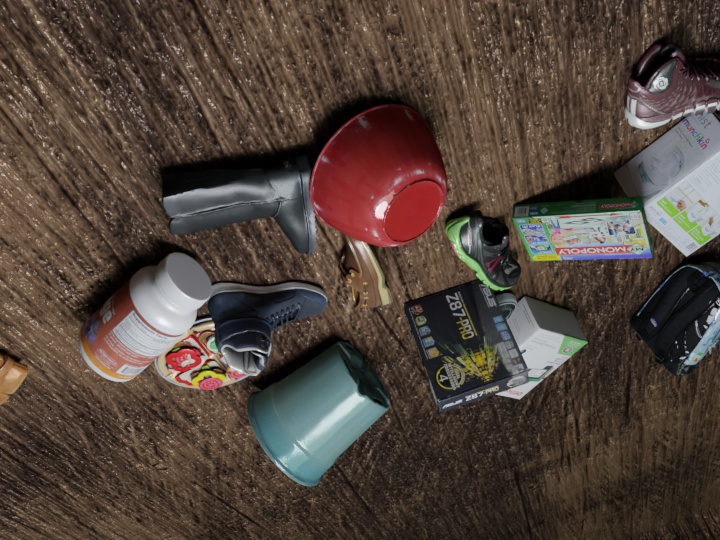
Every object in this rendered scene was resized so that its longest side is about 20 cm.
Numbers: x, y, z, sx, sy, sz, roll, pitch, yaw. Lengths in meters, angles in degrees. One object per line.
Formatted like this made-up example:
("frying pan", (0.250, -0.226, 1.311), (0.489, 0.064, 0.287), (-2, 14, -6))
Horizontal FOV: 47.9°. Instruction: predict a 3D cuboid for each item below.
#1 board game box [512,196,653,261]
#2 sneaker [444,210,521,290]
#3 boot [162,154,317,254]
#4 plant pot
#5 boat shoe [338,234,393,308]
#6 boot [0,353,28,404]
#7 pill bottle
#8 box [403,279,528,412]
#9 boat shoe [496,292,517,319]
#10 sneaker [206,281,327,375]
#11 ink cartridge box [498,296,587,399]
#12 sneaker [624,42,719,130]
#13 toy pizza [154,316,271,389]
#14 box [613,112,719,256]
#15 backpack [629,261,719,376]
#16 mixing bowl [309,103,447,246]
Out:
("board game box", (0.357, -0.063, 1.299), (0.198, 0.029, 0.135), (-2, 148, 28))
("sneaker", (0.216, -0.031, 1.316), (0.083, 0.077, 0.199), (-32, 141, 22))
("boot", (-0.164, -0.074, 1.117), (0.197, 0.066, 0.166), (-13, 133, -12))
("plant pot", (-0.065, 0.244, 1.448), (0.195, 0.201, 0.200), (-38, 138, 12))
("boat shoe", (0.000, 0.000, 1.268), (0.067, 0.073, 0.201), (-21, 144, 0))
("boot", (-0.621, 0.179, 1.230), (0.199, 0.074, 0.154), (-32, 144, 20))
("pill bottle", (-0.312, 0.065, 1.188), (0.199, 0.113, 0.112), (-39, 137, 23))
("box", (0.177, 0.124, 1.383), (0.159, 0.202, 0.049), (-16, 144, -2))
("boat shoe", (0.220, 0.123, 1.505), (0.073, 0.069, 0.199), (24, 124, -41))
("sneaker", (-0.134, 0.092, 1.265), (0.200, 0.147, 0.077), (-1, 137, -23))
("ink cartridge box", (0.311, 0.154, 1.566), (0.145, 0.085, 0.200), (15, 130, -34))
("sneaker", (0.465, -0.277, 1.130), (0.198, 0.076, 0.116), (-22, 138, 5))
("toy pizza", (-0.247, 0.149, 1.375), (0.197, 0.032, 0.201), (-11, 141, -9))
("box", (0.540, -0.138, 1.304), (0.176, 0.097, 0.199), (-41, 136, 24))
("backpack", (0.640, 0.075, 1.566), (0.152, 0.164, 0.202), (-13, 135, -20))
("mixing bowl", (0.043, -0.108, 1.087), (0.198, 0.108, 0.202), (-23, 137, -23))
